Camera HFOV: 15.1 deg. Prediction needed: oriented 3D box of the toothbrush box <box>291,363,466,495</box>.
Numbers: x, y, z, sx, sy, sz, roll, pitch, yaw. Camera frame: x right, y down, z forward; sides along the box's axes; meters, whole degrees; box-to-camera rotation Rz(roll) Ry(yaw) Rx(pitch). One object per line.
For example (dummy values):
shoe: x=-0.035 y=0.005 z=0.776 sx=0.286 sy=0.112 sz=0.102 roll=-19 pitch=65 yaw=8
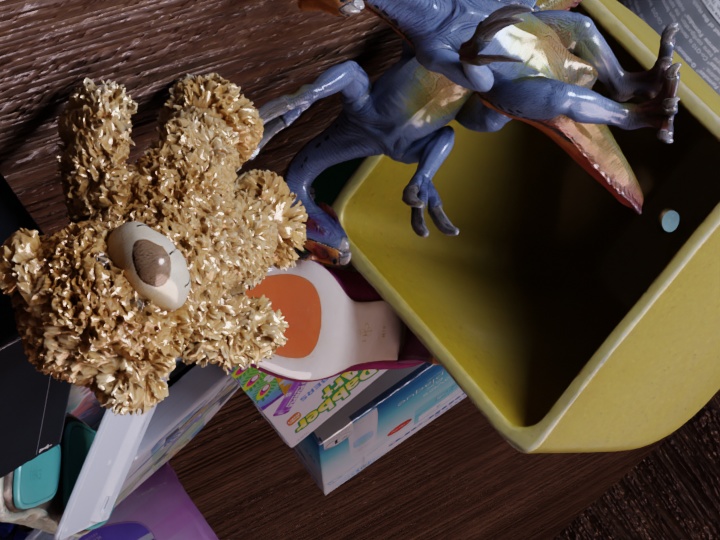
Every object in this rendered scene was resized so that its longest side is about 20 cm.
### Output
toothbrush box: x=0.008 y=0.066 z=1.873 sx=0.146 sy=0.085 sz=0.200 roll=-34 pitch=169 yaw=-9

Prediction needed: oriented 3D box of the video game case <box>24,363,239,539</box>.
video game case: x=-0.127 y=0.104 z=1.691 sx=0.200 sy=0.022 sz=0.182 roll=-42 pitch=176 yaw=-46

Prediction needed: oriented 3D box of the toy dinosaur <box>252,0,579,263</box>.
toy dinosaur: x=0.035 y=-0.076 z=1.385 sx=0.200 sy=0.105 sz=0.181 roll=-37 pitch=-174 yaw=-42

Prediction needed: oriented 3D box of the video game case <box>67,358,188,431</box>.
video game case: x=-0.176 y=0.075 z=1.548 sx=0.182 sy=0.023 sz=0.200 roll=-37 pitch=167 yaw=1

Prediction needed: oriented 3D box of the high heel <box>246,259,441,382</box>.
high heel: x=-0.032 y=0.026 z=1.487 sx=0.199 sy=0.068 sz=0.096 roll=14 pitch=178 yaw=-37

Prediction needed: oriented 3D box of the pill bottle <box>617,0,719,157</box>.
pill bottle: x=0.187 y=-0.118 z=1.603 sx=0.200 sy=0.116 sz=0.116 roll=-42 pitch=166 yaw=28

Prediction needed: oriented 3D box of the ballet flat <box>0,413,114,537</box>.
ballet flat: x=-0.186 y=0.107 z=1.475 sx=0.062 sy=0.068 sz=0.200 roll=3 pitch=171 yaw=11

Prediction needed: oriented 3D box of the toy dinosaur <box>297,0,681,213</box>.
toy dinosaur: x=0.053 y=-0.092 z=1.228 sx=0.105 sy=0.181 sz=0.201 roll=-81 pitch=179 yaw=-50

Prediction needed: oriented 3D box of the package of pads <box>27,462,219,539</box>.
package of pads: x=-0.181 y=0.224 z=1.855 sx=0.200 sy=0.121 sz=0.076 roll=-27 pitch=165 yaw=-38

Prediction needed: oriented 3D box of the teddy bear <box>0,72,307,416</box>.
teddy bear: x=-0.078 y=-0.018 z=1.191 sx=0.067 sy=0.146 sz=0.200 roll=-10 pitch=-178 yaw=29

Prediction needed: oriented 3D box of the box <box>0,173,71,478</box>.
box: x=-0.209 y=0.054 z=1.254 sx=0.141 sy=0.079 sz=0.200 roll=-29 pitch=165 yaw=-20

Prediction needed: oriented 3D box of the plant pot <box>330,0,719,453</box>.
plant pot: x=0.144 y=-0.023 z=1.467 sx=0.200 sy=0.194 sz=0.196 roll=15 pitch=118 yaw=-52

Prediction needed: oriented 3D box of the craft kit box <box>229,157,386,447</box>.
craft kit box: x=0.000 y=0.000 z=1.586 sx=0.200 sy=0.049 sz=0.198 roll=-40 pitch=158 yaw=-2

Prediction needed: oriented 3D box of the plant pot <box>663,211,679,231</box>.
plant pot: x=0.194 y=0.006 z=2.037 sx=0.200 sy=0.134 sz=0.200 roll=-35 pitch=168 yaw=-9

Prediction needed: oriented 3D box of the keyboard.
keyboard: x=-0.116 y=0.053 z=1.459 sx=0.056 sy=0.011 sz=0.201 roll=-8 pitch=124 yaw=-66

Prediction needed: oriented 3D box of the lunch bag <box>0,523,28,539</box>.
lunch bag: x=-0.285 y=0.223 z=1.701 sx=0.200 sy=0.094 sz=0.151 roll=-49 pitch=165 yaw=2
